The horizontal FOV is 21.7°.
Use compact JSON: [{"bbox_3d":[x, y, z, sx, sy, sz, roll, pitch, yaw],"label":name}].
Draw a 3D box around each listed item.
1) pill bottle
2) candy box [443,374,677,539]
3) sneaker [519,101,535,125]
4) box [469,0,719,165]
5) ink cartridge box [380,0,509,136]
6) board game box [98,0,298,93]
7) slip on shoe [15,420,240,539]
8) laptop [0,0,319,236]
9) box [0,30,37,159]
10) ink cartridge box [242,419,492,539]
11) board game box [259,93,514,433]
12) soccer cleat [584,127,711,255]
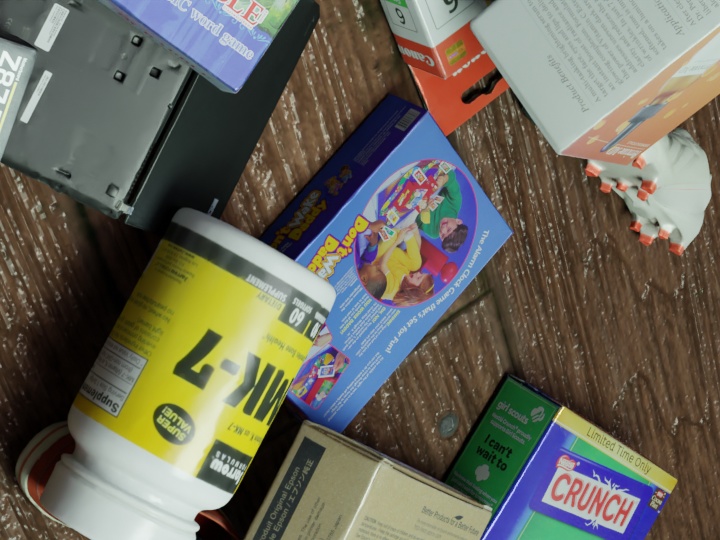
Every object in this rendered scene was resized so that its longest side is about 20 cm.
[{"bbox_3d":[-0.108,0.074,1.148,0.114,0.114,0.201,31,84,-42],"label":"pill bottle"},{"bbox_3d":[0.133,0.205,1.455,0.169,0.077,0.201,32,87,-41],"label":"candy box"},{"bbox_3d":[0.192,-0.171,1.353,0.199,0.078,0.085,-35,91,-12],"label":"sneaker"},{"bbox_3d":[0.197,-0.171,1.204,0.200,0.107,0.152,-39,165,20],"label":"box"},{"bbox_3d":[0.071,-0.189,1.252,0.109,0.050,0.201,-38,126,-19],"label":"ink cartridge box"},{"bbox_3d":[-0.097,-0.239,1.061,0.199,0.041,0.200,34,86,-20],"label":"board game box"},{"bbox_3d":[-0.143,0.158,1.232,0.074,0.061,0.200,-53,130,-4],"label":"slip on shoe"},{"bbox_3d":[-0.137,-0.127,1.146,0.199,0.103,0.178,26,92,-16],"label":"laptop"},{"bbox_3d":[-0.283,-0.055,1.025,0.160,0.049,0.201,16,98,-31],"label":"box"},{"bbox_3d":[-0.006,0.208,1.304,0.166,0.075,0.200,-63,149,-4],"label":"ink cartridge box"},{"bbox_3d":[0.000,0.000,1.283,0.200,0.045,0.135,-48,131,-11],"label":"board game box"},{"bbox_3d":[0.216,-0.081,1.391,0.078,0.069,0.200,-64,151,-12],"label":"soccer cleat"}]
